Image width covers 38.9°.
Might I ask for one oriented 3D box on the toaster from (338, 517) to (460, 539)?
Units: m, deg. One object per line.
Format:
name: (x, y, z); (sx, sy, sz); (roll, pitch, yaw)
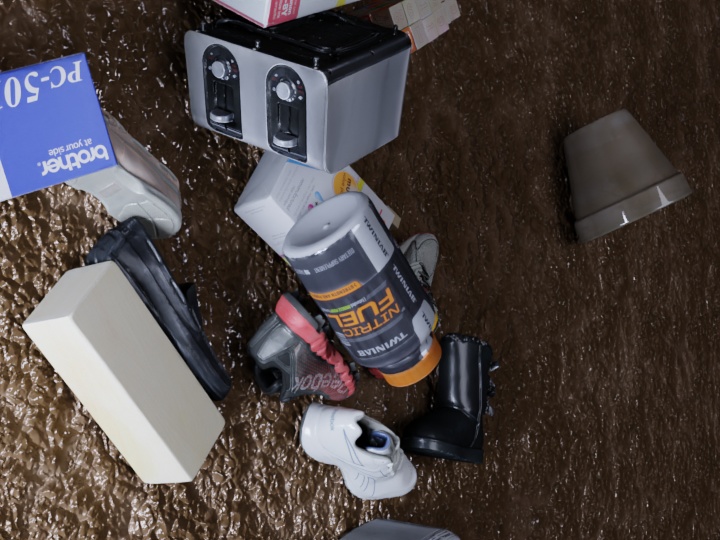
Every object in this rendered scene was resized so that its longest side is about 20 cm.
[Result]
toaster: (0.037, 0.357, 1.162); (0.199, 0.128, 0.116); (-18, 100, -52)

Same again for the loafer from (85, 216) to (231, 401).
loafer: (-0.178, 0.040, 0.968); (0.071, 0.068, 0.202); (-49, 120, -30)

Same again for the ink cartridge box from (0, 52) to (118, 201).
ink cartridge box: (-0.298, -0.099, 0.791); (0.198, 0.044, 0.096); (-22, 105, -27)

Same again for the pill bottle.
pill bottle: (0.011, 0.026, 1.063); (0.201, 0.105, 0.107); (57, 46, -25)

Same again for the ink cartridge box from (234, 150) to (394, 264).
ink cartridge box: (-0.035, -0.051, 1.144); (0.200, 0.067, 0.116); (45, 53, -29)

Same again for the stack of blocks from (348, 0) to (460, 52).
stack of blocks: (0.049, -0.311, 1.268); (0.200, 0.114, 0.059); (-41, 117, -47)

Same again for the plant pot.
plant pot: (0.424, -0.165, 1.701); (0.199, 0.199, 0.176); (-22, 86, -51)

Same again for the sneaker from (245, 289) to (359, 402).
sneaker: (-0.065, 0.103, 1.108); (0.098, 0.071, 0.201); (-43, 148, -7)

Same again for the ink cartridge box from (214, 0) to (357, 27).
ink cartridge box: (-0.077, -0.334, 1.060); (0.199, 0.144, 0.084); (-30, 143, -45)

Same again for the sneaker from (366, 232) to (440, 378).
sneaker: (0.070, 0.044, 1.280); (0.078, 0.081, 0.203); (40, 55, -42)

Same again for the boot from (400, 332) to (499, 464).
boot: (0.118, 0.164, 1.336); (0.197, 0.072, 0.166); (23, 70, -56)

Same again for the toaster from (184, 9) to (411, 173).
toaster: (-0.058, -0.199, 1.048); (0.199, 0.179, 0.120); (-36, 140, -48)

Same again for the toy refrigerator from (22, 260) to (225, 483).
toy refrigerator: (-0.211, 0.096, 0.923); (0.202, 0.069, 0.076); (61, 37, -29)

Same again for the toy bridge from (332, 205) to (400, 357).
toy bridge: (0.000, 0.000, 1.238); (0.067, 0.027, 0.203); (40, 56, -41)

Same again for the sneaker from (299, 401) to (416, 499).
sneaker: (0.013, 0.216, 1.182); (0.200, 0.086, 0.076); (40, 54, -44)

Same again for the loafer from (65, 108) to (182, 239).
loafer: (-0.234, -0.106, 0.926); (0.200, 0.071, 0.064); (48, 34, -44)
